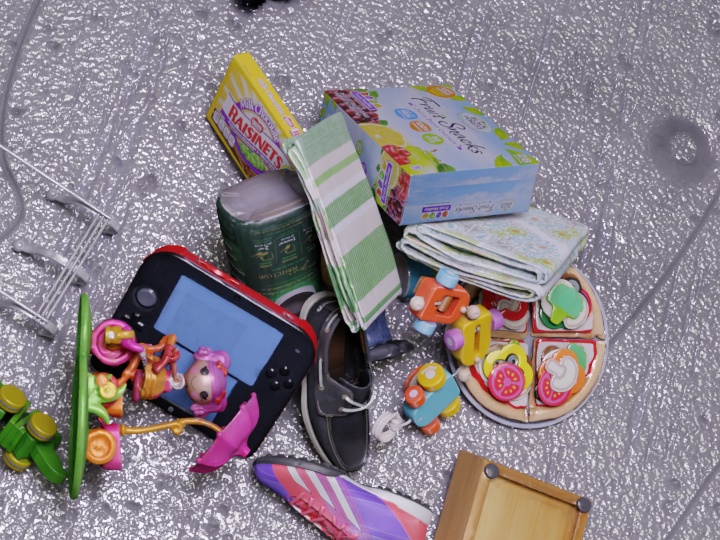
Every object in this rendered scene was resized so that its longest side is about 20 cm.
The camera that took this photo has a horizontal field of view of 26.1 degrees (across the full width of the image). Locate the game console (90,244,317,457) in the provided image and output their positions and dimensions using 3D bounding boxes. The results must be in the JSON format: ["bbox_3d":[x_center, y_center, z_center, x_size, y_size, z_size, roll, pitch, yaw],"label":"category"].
[{"bbox_3d":[-0.158,0.083,1.582,0.199,0.177,0.031,31,25,-4],"label":"game console"}]

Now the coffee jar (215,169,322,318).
[{"bbox_3d":[-0.088,0.002,1.609,0.104,0.201,0.085,-21,39,-23],"label":"coffee jar"}]

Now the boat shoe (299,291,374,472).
[{"bbox_3d":[-0.019,0.124,1.608,0.071,0.067,0.202,-21,116,-32],"label":"boat shoe"}]

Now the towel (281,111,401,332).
[{"bbox_3d":[-0.015,-0.051,1.568,0.201,0.023,0.153,69,23,-9],"label":"towel"}]

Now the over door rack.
[{"bbox_3d":[-0.363,-0.045,1.599,0.200,0.066,0.148,39,64,-24],"label":"over door rack"}]

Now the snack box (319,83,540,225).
[{"bbox_3d":[0.071,-0.130,1.692,0.167,0.068,0.200,-6,35,-28],"label":"snack box"}]

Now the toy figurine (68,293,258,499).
[{"bbox_3d":[-0.193,0.127,1.545,0.182,0.150,0.202,3,84,-13],"label":"toy figurine"}]

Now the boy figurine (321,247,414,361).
[{"bbox_3d":[0.000,0.000,1.683,0.124,0.064,0.202,-5,80,-62],"label":"boy figurine"}]

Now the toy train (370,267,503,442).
[{"bbox_3d":[0.070,0.082,1.642,0.149,0.201,0.056,3,28,-44],"label":"toy train"}]

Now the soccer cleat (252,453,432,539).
[{"bbox_3d":[-0.023,0.248,1.612,0.199,0.068,0.074,22,72,-11],"label":"soccer cleat"}]

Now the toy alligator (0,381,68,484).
[{"bbox_3d":[-0.361,0.136,1.559,0.200,0.059,0.054,41,23,3],"label":"toy alligator"}]

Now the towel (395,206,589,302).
[{"bbox_3d":[0.144,-0.033,1.681,0.170,0.049,0.200,21,24,14],"label":"towel"}]

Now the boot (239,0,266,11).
[{"bbox_3d":[-0.084,-0.404,1.803,0.199,0.076,0.169,-27,77,-15],"label":"boot"}]

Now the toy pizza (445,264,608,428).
[{"bbox_3d":[0.190,0.074,1.725,0.198,0.032,0.202,2,85,-18],"label":"toy pizza"}]

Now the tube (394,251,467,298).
[{"bbox_3d":[0.133,-0.003,1.755,0.198,0.050,0.078,-6,87,-23],"label":"tube"}]

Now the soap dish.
[{"bbox_3d":[0.155,0.303,1.635,0.156,0.081,0.201,22,66,-8],"label":"soap dish"}]

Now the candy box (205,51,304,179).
[{"bbox_3d":[-0.095,-0.127,1.671,0.026,0.102,0.201,-16,62,-39],"label":"candy box"}]
